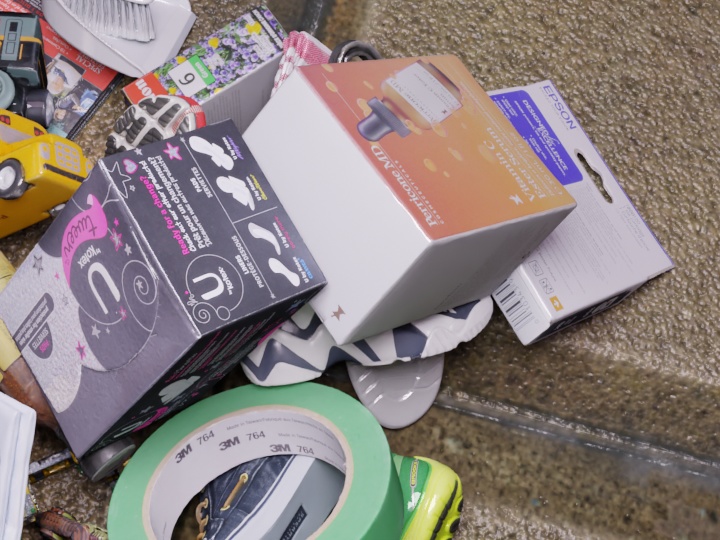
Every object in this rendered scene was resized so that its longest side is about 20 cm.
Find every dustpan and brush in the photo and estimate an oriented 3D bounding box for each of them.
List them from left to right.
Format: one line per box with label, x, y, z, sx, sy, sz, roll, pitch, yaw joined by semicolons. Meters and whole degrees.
dustpan and brush;-0.235;-0.235;1.195;0.198;0.058;0.140;19;36;-3

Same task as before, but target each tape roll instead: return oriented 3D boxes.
tape roll;-0.071;0.162;1.002;0.198;0.048;0.201;-10;39;8

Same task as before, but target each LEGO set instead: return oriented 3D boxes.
LEGO set;-0.211;0.195;1.051;0.152;0.116;0.202;-13;72;-10

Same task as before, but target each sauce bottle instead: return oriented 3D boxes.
sauce bottle;-0.238;0.063;1.056;0.066;0.066;0.200;-36;81;-16

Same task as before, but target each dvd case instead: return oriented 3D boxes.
dvd case;-0.292;-0.154;1.220;0.145;0.022;0.201;32;70;7

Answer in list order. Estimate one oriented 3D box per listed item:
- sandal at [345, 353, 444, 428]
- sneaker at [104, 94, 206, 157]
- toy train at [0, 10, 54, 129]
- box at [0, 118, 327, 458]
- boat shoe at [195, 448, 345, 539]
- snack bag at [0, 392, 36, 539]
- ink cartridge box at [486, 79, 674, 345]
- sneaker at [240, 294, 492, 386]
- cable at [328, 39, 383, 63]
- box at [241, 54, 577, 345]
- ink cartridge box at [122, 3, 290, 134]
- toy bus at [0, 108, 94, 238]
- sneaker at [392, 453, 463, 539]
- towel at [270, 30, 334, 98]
sandal;0.012;0.022;1.152;0.082;0.050;0.205;-18;101;-12
sneaker;-0.145;-0.059;1.115;0.085;0.201;0.077;-25;61;-38
toy train;-0.339;-0.152;1.166;0.198;0.086;0.115;2;58;-2
box;-0.139;0.014;0.971;0.114;0.200;0.133;-24;78;-43
boat shoe;-0.093;0.193;1.070;0.090;0.071;0.201;11;48;36
snack bag;-0.293;0.164;1.011;0.187;0.021;0.202;16;100;40
ink cartridge box;0.142;-0.054;1.181;0.199;0.043;0.199;-17;72;-49
sneaker;0.000;0.000;1.078;0.197;0.079;0.131;-11;101;-11
cable;0.033;-0.087;1.164;0.096;0.050;0.202;-19;116;-21
box;0.028;-0.056;1.014;0.153;0.106;0.199;52;33;15
ink cartridge box;-0.145;-0.121;1.174;0.199;0.109;0.051;-34;74;-15
toy bus;-0.293;-0.060;1.109;0.199;0.065;0.079;-21;67;28
sneaker;0.001;0.226;1.094;0.083;0.074;0.201;24;72;32
towel;-0.039;-0.066;1.151;0.030;0.146;0.202;6;71;36
